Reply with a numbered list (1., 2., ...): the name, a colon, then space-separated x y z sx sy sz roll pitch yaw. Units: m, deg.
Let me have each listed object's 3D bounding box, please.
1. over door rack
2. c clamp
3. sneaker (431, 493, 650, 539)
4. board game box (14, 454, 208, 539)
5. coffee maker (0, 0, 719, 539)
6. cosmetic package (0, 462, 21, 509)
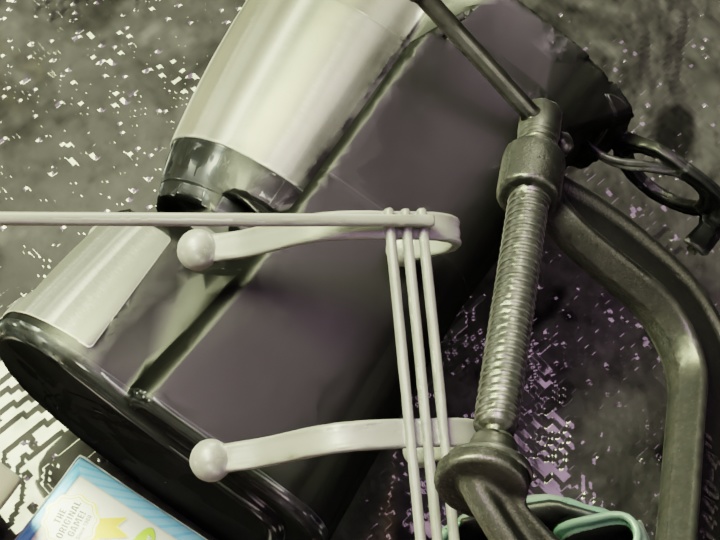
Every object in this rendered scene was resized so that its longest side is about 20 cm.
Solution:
1. over door rack: -0.056 0.051 0.602 0.199 0.067 0.148 3 73 -32
2. c clamp: 0.062 0.026 0.638 0.171 0.027 0.200 36 41 -29
3. sneaker: 0.110 0.124 0.684 0.200 0.118 0.074 4 63 -1
4. board game box: -0.100 0.180 0.696 0.134 0.034 0.200 32 68 12
5. coffee maker: 0.000 0.000 0.723 0.192 0.135 0.200 26 71 21
6. cosmetic package: -0.215 0.124 0.685 0.103 0.073 0.200 37 69 -7
